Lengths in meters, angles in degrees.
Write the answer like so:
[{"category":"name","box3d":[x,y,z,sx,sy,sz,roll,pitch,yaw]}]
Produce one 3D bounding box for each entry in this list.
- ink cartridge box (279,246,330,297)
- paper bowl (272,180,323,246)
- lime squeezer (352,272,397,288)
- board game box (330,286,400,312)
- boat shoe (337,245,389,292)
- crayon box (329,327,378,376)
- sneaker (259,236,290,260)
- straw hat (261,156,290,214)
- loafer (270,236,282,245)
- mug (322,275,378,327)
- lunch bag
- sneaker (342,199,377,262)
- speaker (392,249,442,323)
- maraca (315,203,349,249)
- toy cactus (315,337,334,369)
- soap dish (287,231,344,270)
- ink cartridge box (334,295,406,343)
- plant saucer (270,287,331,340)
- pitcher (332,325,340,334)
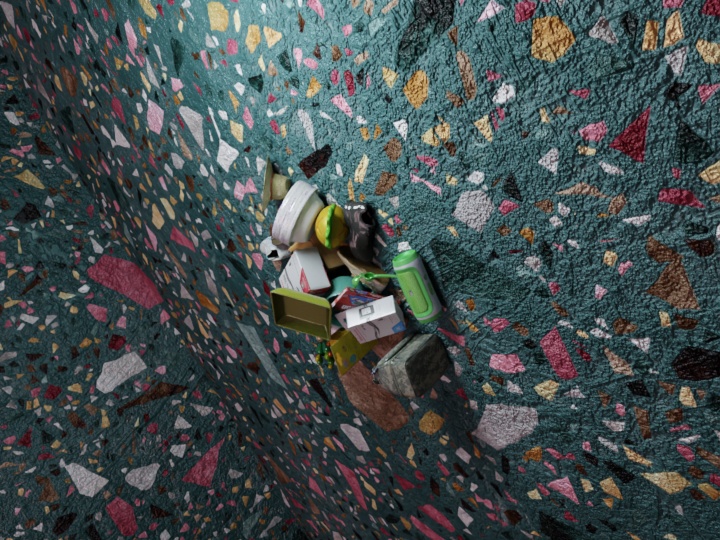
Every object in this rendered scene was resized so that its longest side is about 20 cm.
[{"category":"ink cartridge box","box3d":[-0.187,0.039,1.731,0.200,0.082,0.148,-51,55,52]},{"category":"paper bowl","box3d":[-0.185,-0.170,1.645,0.103,0.202,0.202,26,140,2]},{"category":"lime squeezer","box3d":[0.019,0.039,1.603,0.199,0.038,0.071,-30,93,25]},{"category":"board game box","box3d":[0.017,0.107,1.645,0.103,0.198,0.020,-47,38,40]},{"category":"boat shoe","box3d":[0.000,0.000,1.669,0.199,0.073,0.070,40,136,19]},{"category":"crayon box","box3d":[-0.032,0.246,1.790,0.050,0.199,0.128,8,125,44]},{"category":"sneaker","box3d":[-0.333,-0.075,1.980,0.198,0.086,0.076,5,123,48]},{"category":"straw hat","box3d":[-0.275,-0.276,1.749,0.084,0.203,0.203,6,137,-8]},{"category":"loafer","box3d":[-0.254,-0.143,1.852,0.199,0.076,0.068,-20,103,43]},{"category":"mug","box3d":[-0.034,0.095,1.740,0.182,0.115,0.154,3,129,-2]},{"category":"lunch bag","box3d":[0.147,0.290,1.624,0.167,0.199,0.141,-10,110,50]},{"category":"sneaker","box3d":[0.011,-0.112,1.575,0.090,0.076,0.202,6,125,36]},{"category":"speaker","box3d":[0.164,0.047,1.512,0.088,0.088,0.202,-8,112,51]},{"category":"maraca","box3d":[-0.087,-0.132,1.590,0.105,0.200,0.140,3,96,3]},{"category":"toy cactus","box3d":[-0.129,0.285,2.048,0.167,0.101,0.201,63,150,21]},{"category":"soap dish","box3d":[-0.155,-0.055,1.796,0.199,0.081,0.159,-26,97,53]},{"category":"ink cartridge box","box3d":[0.031,0.161,1.645,0.197,0.067,0.116,-19,141,12]},{"category":"plant saucer","box3d":[-0.179,0.129,1.670,0.197,0.048,0.201,15,144,7]},{"category":"pitcher","box3d":[-0.102,0.158,1.889,0.199,0.120,0.174,30,125,47]}]
